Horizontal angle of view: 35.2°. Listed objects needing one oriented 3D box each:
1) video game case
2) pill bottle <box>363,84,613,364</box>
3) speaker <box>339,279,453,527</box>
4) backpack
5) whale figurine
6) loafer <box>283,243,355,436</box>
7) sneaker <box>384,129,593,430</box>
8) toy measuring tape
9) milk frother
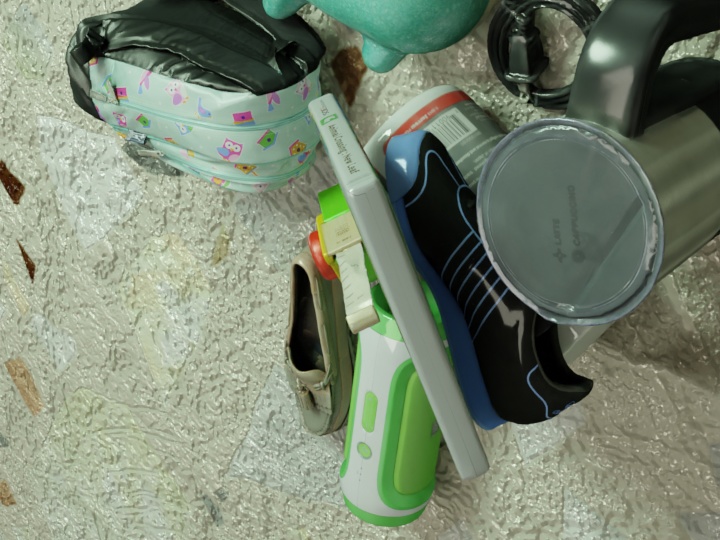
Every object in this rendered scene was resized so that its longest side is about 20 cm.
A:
[{"bbox_3d":[0.022,0.003,0.713,0.022,0.182,0.201,-23,115,0],"label":"video game case"},{"bbox_3d":[0.094,-0.026,0.806,0.200,0.116,0.116,47,131,15],"label":"pill bottle"},{"bbox_3d":[0.031,0.111,0.938,0.088,0.088,0.201,25,123,30],"label":"speaker"},{"bbox_3d":[-0.118,-0.151,0.924,0.199,0.167,0.127,24,138,27],"label":"backpack"},{"bbox_3d":[0.000,-0.217,0.805,0.199,0.104,0.160,7,113,29],"label":"whale figurine"},{"bbox_3d":[-0.043,0.063,0.997,0.072,0.063,0.202,23,122,32],"label":"loafer"},{"bbox_3d":[0.083,0.000,0.715,0.077,0.070,0.201,-19,96,29],"label":"sneaker"},{"bbox_3d":[0.000,0.000,0.882,0.201,0.073,0.074,-104,23,-55],"label":"toy measuring tape"},{"bbox_3d":[0.131,-0.085,0.700,0.199,0.188,0.182,4,110,39],"label":"milk frother"}]
